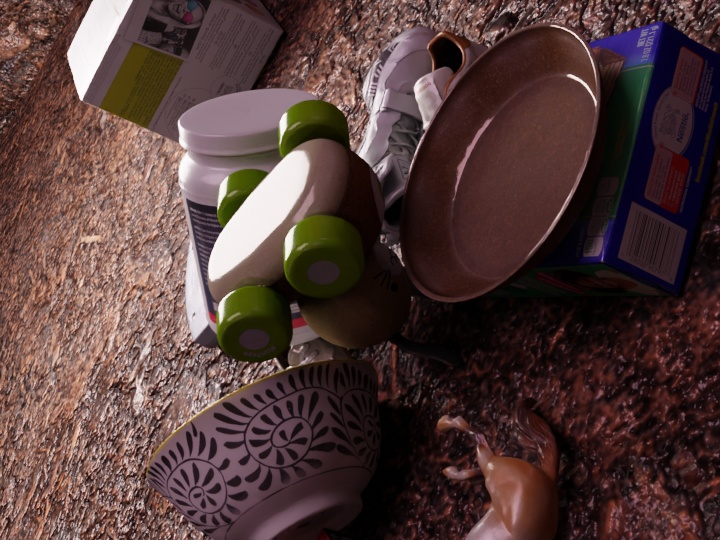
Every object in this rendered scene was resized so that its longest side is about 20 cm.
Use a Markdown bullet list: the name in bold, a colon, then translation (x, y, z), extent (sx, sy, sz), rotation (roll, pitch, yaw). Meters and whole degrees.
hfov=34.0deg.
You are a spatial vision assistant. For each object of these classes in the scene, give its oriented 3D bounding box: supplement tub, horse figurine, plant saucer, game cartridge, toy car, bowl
- **supplement tub**: translation (-0.082, -0.046, 1.038), extent (0.140, 0.140, 0.200), rotation (-132, 31, -60)
- **horse figurine**: translation (0.081, 0.175, 0.774), extent (0.133, 0.050, 0.200), rotation (18, 78, 50)
- **plant saucer**: translation (0.100, -0.068, 0.793), extent (0.200, 0.037, 0.201), rotation (-38, 40, 40)
- **game cartridge**: translation (-0.154, -0.012, 1.351), extent (0.133, 0.040, 0.200), rotation (-43, 35, 30)
- **toy car**: translation (0.000, 0.000, 0.899), extent (0.158, 0.200, 0.164), rotation (-43, 34, 30)
- **bowl**: translation (-0.056, 0.163, 0.925), extent (0.201, 0.201, 0.094), rotation (-45, 61, 33)

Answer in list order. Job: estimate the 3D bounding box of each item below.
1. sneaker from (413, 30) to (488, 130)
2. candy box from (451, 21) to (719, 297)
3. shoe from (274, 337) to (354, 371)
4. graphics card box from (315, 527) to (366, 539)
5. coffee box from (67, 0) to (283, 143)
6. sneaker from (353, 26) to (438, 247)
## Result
- **sneaker**: translation (0.075, -0.113, 0.984), extent (0.073, 0.085, 0.200), rotation (-32, 44, 43)
- **candy box**: translation (0.147, -0.069, 0.831), extent (0.200, 0.077, 0.169), rotation (-5, 65, 60)
- **shoe**: translation (-0.057, 0.079, 1.089), extent (0.070, 0.053, 0.200), rotation (-59, 28, 12)
- **graphics card box**: translation (-0.006, 0.290, 0.841), extent (0.126, 0.051, 0.200), rotation (-61, 29, 9)
- **coffee box**: translation (-0.251, -0.304, 1.573), extent (0.200, 0.198, 0.200), rotation (-59, 30, 17)
- **sneaker**: translation (0.041, -0.116, 1.058), extent (0.200, 0.075, 0.115), rotation (-66, 28, 9)
